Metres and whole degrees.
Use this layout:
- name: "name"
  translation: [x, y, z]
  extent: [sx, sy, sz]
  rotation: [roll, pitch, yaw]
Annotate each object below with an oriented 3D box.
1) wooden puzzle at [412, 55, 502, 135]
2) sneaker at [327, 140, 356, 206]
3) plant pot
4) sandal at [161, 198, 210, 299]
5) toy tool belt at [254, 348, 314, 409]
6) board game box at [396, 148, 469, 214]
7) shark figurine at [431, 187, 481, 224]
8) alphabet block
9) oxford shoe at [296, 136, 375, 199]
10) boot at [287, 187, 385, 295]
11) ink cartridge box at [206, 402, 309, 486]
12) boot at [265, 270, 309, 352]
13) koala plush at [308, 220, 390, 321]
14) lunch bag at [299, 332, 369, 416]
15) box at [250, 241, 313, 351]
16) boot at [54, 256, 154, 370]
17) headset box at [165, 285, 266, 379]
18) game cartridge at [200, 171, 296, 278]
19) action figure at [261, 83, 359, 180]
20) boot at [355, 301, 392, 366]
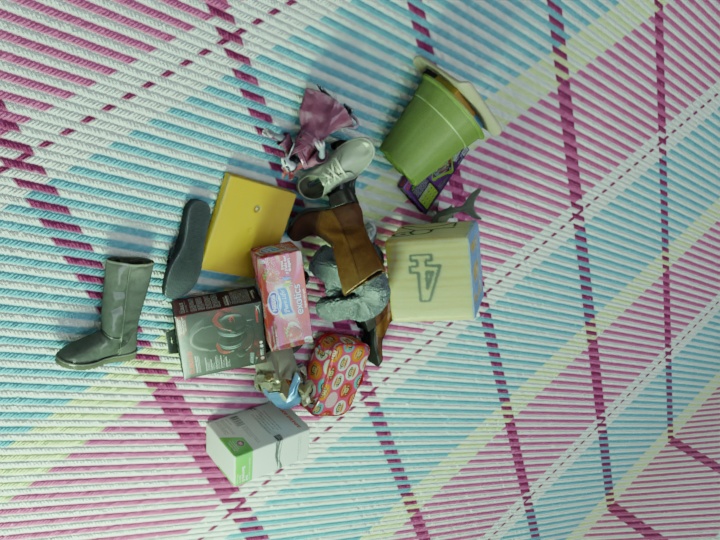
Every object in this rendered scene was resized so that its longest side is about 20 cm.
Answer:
- name: "wooden puzzle"
  translation: [0.213, -0.388, 1.688]
  extent: [0.037, 0.200, 0.185]
  rotation: [-48, 134, 1]
- name: "sneaker"
  translation: [-0.051, -0.191, 1.656]
  extent: [0.089, 0.076, 0.204]
  rotation: [7, 99, -32]
- name: "plant pot"
  translation: [0.146, -0.302, 1.702]
  extent: [0.190, 0.200, 0.200]
  rotation: [-46, 134, 5]
- name: "sandal"
  translation: [-0.346, -0.042, 1.491]
  extent: [0.076, 0.042, 0.204]
  rotation: [19, 88, -51]
- name: "toy tool belt"
  translation: [-0.166, 0.266, 1.695]
  extent: [0.123, 0.124, 0.201]
  rotation: [-27, 150, -1]
- name: "board game box"
  translation: [0.180, -0.253, 1.844]
  extent: [0.202, 0.032, 0.120]
  rotation: [-55, 138, -6]
- name: "shark figurine"
  translation: [0.214, -0.143, 1.878]
  extent: [0.125, 0.215, 0.091]
  rotation: [8, 65, -13]
- name: "alphabet block"
  translation: [0.179, -0.001, 1.776]
  extent: [0.195, 0.196, 0.201]
  rotation: [-39, 125, -69]
- name: "oxford shoe"
  translation: [-0.053, -0.209, 1.577]
  extent: [0.198, 0.058, 0.076]
  rotation: [-30, 106, 17]
- name: "boot"
  translation: [-0.054, -0.043, 1.588]
  extent: [0.186, 0.203, 0.068]
  rotation: [-26, 165, 18]
- name: "ink cartridge box"
  translation: [-0.234, 0.388, 1.716]
  extent: [0.197, 0.145, 0.086]
  rotation: [-12, 119, -35]
- name: "boot"
  translation: [-0.169, 0.111, 1.701]
  extent: [0.199, 0.069, 0.175]
  rotation: [-40, 134, -9]
- name: "koala plush"
  translation: [0.000, 0.000, 1.726]
  extent: [0.201, 0.180, 0.180]
  rotation: [-64, 154, -52]
- name: "lunch bag"
  translation: [-0.055, 0.257, 1.848]
  extent: [0.174, 0.081, 0.204]
  rotation: [11, 103, -49]
- name: "box"
  translation: [-0.165, 0.052, 1.567]
  extent: [0.094, 0.100, 0.204]
  rotation: [-11, 106, -15]
- name: "boot"
  translation: [-0.477, 0.076, 1.408]
  extent: [0.180, 0.072, 0.203]
  rotation: [-12, 125, -52]
- name: "headset box"
  translation: [-0.301, 0.130, 1.551]
  extent: [0.196, 0.075, 0.152]
  rotation: [-9, 117, -16]
- name: "game cartridge"
  translation: [-0.237, -0.088, 1.566]
  extent: [0.174, 0.032, 0.203]
  rotation: [12, 105, -43]
- name: "action figure"
  translation: [-0.109, -0.276, 1.555]
  extent: [0.202, 0.133, 0.149]
  rotation: [-59, 165, 3]
- name: "boot"
  translation: [0.077, 0.125, 1.932]
  extent: [0.199, 0.068, 0.191]
  rotation: [-36, 123, -31]
